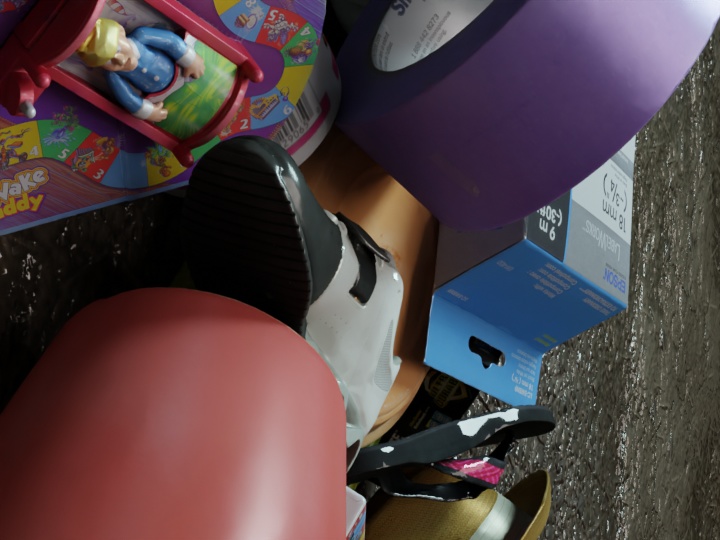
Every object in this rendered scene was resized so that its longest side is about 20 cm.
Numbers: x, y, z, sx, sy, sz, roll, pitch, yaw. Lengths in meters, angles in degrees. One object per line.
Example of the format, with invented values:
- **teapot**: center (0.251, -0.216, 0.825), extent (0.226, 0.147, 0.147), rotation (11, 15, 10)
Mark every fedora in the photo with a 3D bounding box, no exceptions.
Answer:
- **fedora**: center (0.033, 0.181, 0.965), extent (0.082, 0.201, 0.201), rotation (44, 36, -2)

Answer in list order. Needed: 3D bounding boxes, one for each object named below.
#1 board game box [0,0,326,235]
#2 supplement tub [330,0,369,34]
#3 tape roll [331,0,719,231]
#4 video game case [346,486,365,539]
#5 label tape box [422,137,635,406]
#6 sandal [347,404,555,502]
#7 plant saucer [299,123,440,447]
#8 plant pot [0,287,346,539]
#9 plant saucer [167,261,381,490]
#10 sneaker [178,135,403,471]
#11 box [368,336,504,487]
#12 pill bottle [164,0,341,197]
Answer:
- **board game box**: center (-0.096, -0.082, 0.619), extent (0.199, 0.039, 0.159), rotation (-16, 132, -21)
- **supplement tub**: center (0.063, -0.175, 0.984), extent (0.200, 0.143, 0.145), rotation (49, 48, -56)
- **tape roll**: center (0.080, -0.123, 0.756), extent (0.085, 0.199, 0.201), rotation (40, 50, -22)
- **video game case**: center (-0.039, 0.193, 0.801), extent (0.144, 0.017, 0.200), rotation (-58, 171, -15)
- **label tape box**: center (0.107, -0.027, 0.905), extent (0.144, 0.063, 0.202), rotation (27, 64, -53)
- **sandal**: center (0.046, 0.115, 0.879), extent (0.199, 0.075, 0.045), rotation (-7, 74, -50)
- **plant saucer**: center (0.000, 0.000, 0.833), extent (0.200, 0.032, 0.202), rotation (-12, 105, -55)
- **plant pot**: center (-0.088, 0.118, 0.646), extent (0.178, 0.199, 0.201), rotation (-76, 154, -44)
- **plant saucer**: center (-0.038, 0.061, 0.856), extent (0.200, 0.048, 0.201), rotation (-61, 140, -33)
- **sneaker**: center (-0.024, 0.001, 0.713), extent (0.089, 0.074, 0.201), rotation (-51, 147, -31)
- **box**: center (0.070, 0.034, 1.038), extent (0.201, 0.049, 0.160), rotation (-63, -178, -42)
- **pill bottle**: center (-0.090, -0.137, 0.691), extent (0.201, 0.112, 0.114), rotation (65, 36, -46)
